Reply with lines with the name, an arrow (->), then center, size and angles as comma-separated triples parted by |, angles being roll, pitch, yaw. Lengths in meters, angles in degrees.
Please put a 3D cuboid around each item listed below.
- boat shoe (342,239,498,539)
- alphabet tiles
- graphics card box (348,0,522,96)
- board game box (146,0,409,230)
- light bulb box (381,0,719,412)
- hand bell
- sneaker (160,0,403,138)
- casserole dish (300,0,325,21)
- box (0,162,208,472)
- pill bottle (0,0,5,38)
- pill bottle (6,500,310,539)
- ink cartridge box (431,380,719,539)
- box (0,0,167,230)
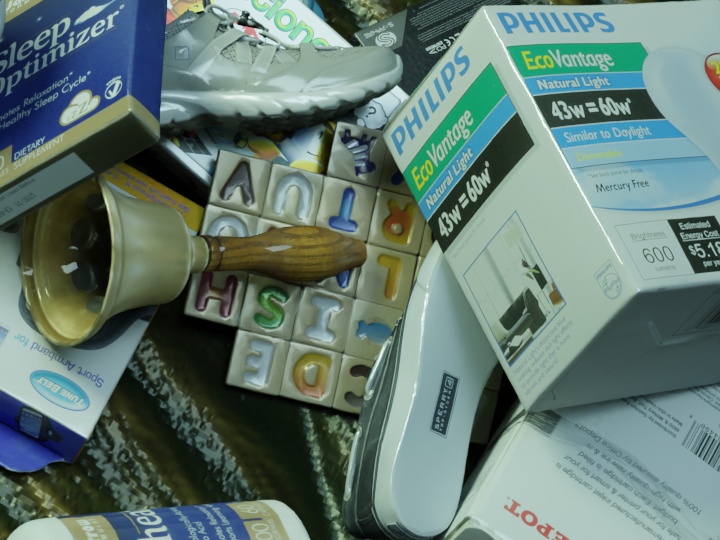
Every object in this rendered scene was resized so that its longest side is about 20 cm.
boat shoe -> 0.035, 0.063, 1.740 | 0.072, 0.068, 0.201 | 28, 66, -35
alphabet tiles -> 0.000, 0.000, 1.771 | 0.199, 0.008, 0.168 | 14, 84, -16
graphics card box -> 0.088, -0.080, 1.871 | 0.125, 0.051, 0.200 | -28, 77, -32
board game box -> -0.085, -0.119, 1.795 | 0.200, 0.035, 0.126 | 40, 74, -5
light bulb box -> 0.152, -0.042, 1.727 | 0.198, 0.125, 0.200 | -6, 59, -39
hand bell -> -0.082, -0.009, 1.704 | 0.199, 0.104, 0.105 | 1, 61, -36
sneaker -> -0.073, -0.123, 1.740 | 0.199, 0.075, 0.082 | -4, 85, -12
casserole dish -> -0.110, -0.183, 1.854 | 0.199, 0.039, 0.122 | 17, 57, -12
box -> -0.179, 0.017, 1.709 | 0.119, 0.042, 0.200 | 29, 53, -5
pill bottle -> -0.260, -0.128, 1.658 | 0.113, 0.200, 0.114 | 11, 58, -17
pill bottle -> -0.129, 0.183, 1.591 | 0.199, 0.111, 0.111 | -3, 63, -25
ink cartridge box -> 0.145, 0.129, 1.755 | 0.144, 0.084, 0.200 | 36, 53, -2
box -> -0.161, -0.122, 1.678 | 0.032, 0.121, 0.200 | 44, 31, -34
